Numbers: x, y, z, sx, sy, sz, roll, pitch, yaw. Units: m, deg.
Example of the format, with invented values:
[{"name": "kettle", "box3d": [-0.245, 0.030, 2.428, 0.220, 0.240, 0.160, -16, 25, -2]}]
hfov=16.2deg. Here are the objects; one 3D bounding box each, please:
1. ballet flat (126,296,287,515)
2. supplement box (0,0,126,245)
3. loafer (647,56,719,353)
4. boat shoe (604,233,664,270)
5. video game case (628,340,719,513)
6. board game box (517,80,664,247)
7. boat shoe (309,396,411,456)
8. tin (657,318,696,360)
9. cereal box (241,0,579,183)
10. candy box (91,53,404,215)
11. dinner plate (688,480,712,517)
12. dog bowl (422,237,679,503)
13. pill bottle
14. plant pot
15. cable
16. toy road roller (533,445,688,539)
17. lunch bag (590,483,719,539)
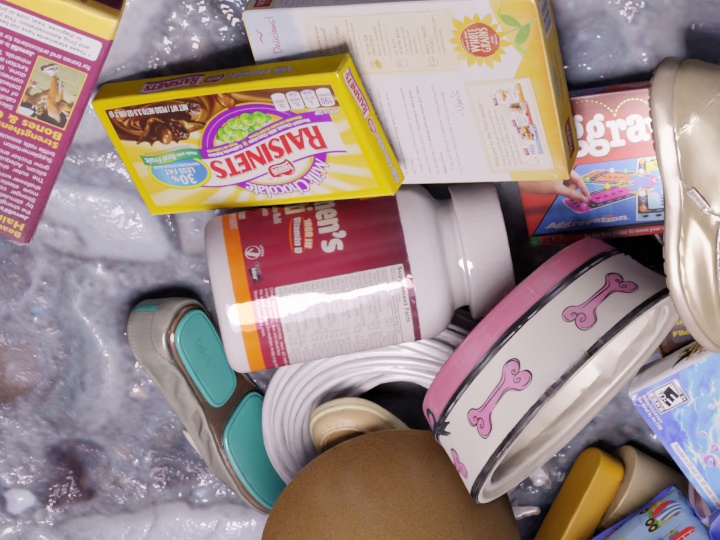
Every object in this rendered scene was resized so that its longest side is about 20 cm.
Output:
[{"name": "ballet flat", "box3d": [-0.111, 0.097, 1.859, 0.064, 0.067, 0.200, 4, 133, 39]}, {"name": "supplement box", "box3d": [-0.239, -0.136, 1.654, 0.131, 0.103, 0.200, 21, 126, -11]}, {"name": "loafer", "box3d": [0.232, -0.041, 1.625, 0.068, 0.076, 0.200, -4, 110, 26]}, {"name": "boat shoe", "box3d": [0.246, -0.039, 1.708, 0.200, 0.057, 0.067, -21, 123, 20]}, {"name": "video game case", "box3d": [0.313, 0.117, 1.734, 0.181, 0.045, 0.200, -31, 103, 31]}, {"name": "board game box", "box3d": [0.200, -0.075, 1.674, 0.200, 0.019, 0.103, -6, 108, 21]}, {"name": "boat shoe", "box3d": [0.023, 0.175, 1.806, 0.073, 0.063, 0.200, -19, 122, 21]}, {"name": "tin", "box3d": [0.304, 0.025, 1.754, 0.200, 0.042, 0.112, -10, 141, 13]}, {"name": "cereal box", "box3d": [0.034, -0.124, 1.659, 0.200, 0.040, 0.144, 0, 128, 19]}, {"name": "candy box", "box3d": [-0.076, -0.088, 1.687, 0.200, 0.026, 0.102, -4, 129, 32]}, {"name": "dinner plate", "box3d": [0.335, 0.158, 1.808, 0.200, 0.024, 0.200, 5, 123, 7]}, {"name": "dog bowl", "box3d": [0.124, 0.061, 1.689, 0.074, 0.200, 0.200, 45, 126, 15]}, {"name": "pill bottle", "box3d": [0.000, 0.000, 1.720, 0.200, 0.110, 0.110, -11, 127, -1]}, {"name": "plant pot", "box3d": [0.042, 0.232, 1.699, 0.186, 0.200, 0.187, -5, 113, -12]}, {"name": "cable", "box3d": [0.028, 0.102, 1.835, 0.200, 0.069, 0.200, -10, 125, 14]}, {"name": "toy road roller", "box3d": [0.172, 0.230, 1.906, 0.123, 0.146, 0.200, 30, 88, -16]}, {"name": "lunch bag", "box3d": [0.189, 0.245, 1.741, 0.094, 0.151, 0.200, 41, 99, -17]}]
